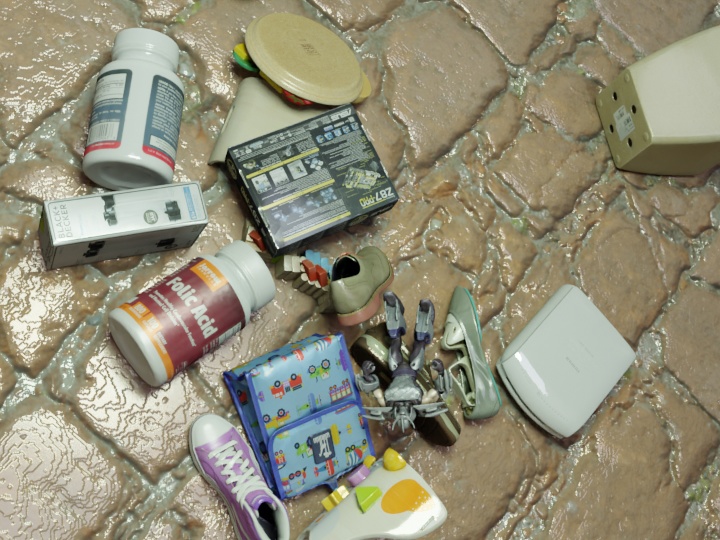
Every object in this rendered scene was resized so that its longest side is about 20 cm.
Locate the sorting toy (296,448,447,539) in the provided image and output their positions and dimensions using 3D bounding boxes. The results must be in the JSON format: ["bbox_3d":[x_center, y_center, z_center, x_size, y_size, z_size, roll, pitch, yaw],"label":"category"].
[{"bbox_3d":[-0.016,0.320,1.183,0.180,0.200,0.107,-29,84,-23],"label":"sorting toy"}]

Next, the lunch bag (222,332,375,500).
[{"bbox_3d":[-0.075,0.203,1.262,0.150,0.094,0.201,-22,96,-28],"label":"lunch bag"}]

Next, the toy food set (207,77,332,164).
[{"bbox_3d":[-0.108,-0.181,1.373,0.199,0.060,0.144,22,70,-7],"label":"toy food set"}]

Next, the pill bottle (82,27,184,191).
[{"bbox_3d":[-0.301,-0.216,1.263,0.119,0.120,0.201,11,71,-19],"label":"pill bottle"}]

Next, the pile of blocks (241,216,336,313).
[{"bbox_3d":[-0.081,-0.015,1.325,0.200,0.062,0.082,36,65,-10],"label":"pile of blocks"}]

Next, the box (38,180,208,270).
[{"bbox_3d":[-0.310,-0.058,1.215,0.199,0.117,0.060,-11,79,-24],"label":"box"}]

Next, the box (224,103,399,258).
[{"bbox_3d":[-0.067,-0.128,1.309,0.199,0.049,0.162,-24,79,-21],"label":"box"}]

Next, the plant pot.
[{"bbox_3d":[0.519,-0.271,1.582,0.176,0.200,0.201,-11,79,-13],"label":"plant pot"}]

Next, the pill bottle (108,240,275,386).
[{"bbox_3d":[-0.216,0.051,1.221,0.200,0.114,0.114,-35,90,-27],"label":"pill bottle"}]

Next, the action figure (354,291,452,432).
[{"bbox_3d":[0.059,0.128,1.260,0.129,0.070,0.201,2,53,5],"label":"action figure"}]

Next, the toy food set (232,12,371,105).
[{"bbox_3d":[-0.084,-0.312,1.389,0.198,0.049,0.200,43,41,9],"label":"toy food set"}]

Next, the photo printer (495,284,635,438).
[{"bbox_3d":[0.311,0.143,1.434,0.200,0.069,0.167,-42,93,-27],"label":"photo printer"}]

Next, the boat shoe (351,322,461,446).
[{"bbox_3d":[0.081,0.157,1.336,0.202,0.075,0.075,49,58,-2],"label":"boat shoe"}]

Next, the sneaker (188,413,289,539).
[{"bbox_3d":[-0.146,0.266,1.188,0.072,0.114,0.201,-29,86,-25],"label":"sneaker"}]

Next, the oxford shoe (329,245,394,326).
[{"bbox_3d":[0.000,0.000,1.297,0.070,0.200,0.075,-18,110,14],"label":"oxford shoe"}]

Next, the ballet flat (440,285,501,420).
[{"bbox_3d":[0.153,0.122,1.379,0.063,0.067,0.201,-12,79,-17],"label":"ballet flat"}]
